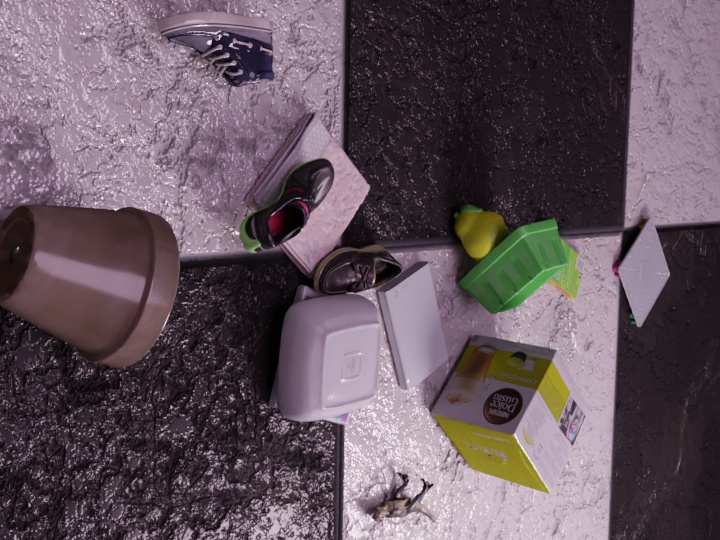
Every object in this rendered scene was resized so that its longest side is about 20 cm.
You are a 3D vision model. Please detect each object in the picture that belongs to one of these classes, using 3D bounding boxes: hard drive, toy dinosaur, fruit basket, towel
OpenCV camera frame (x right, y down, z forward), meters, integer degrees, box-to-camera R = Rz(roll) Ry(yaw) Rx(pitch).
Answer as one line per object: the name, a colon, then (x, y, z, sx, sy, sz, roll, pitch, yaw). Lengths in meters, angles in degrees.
hard drive: (0.101, 0.102, 1.746, 0.131, 0.026, 0.203, -32, 118, -40)
toy dinosaur: (0.089, 0.429, 1.760, 0.198, 0.047, 0.089, 16, 98, -47)
fruit basket: (0.272, -0.044, 1.825, 0.154, 0.213, 0.220, -11, 103, -45)
towel: (-0.078, -0.122, 1.525, 0.192, 0.032, 0.202, 51, 60, -37)

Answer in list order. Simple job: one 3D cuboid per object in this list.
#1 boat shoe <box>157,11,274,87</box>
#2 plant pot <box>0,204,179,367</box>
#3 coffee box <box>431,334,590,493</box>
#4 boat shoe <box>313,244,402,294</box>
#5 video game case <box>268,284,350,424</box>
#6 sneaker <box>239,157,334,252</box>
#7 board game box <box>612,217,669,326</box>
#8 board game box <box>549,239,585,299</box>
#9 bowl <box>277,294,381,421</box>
boat shoe: (-0.198, -0.313, 1.340, 0.198, 0.074, 0.095, -12, 96, -46)
plant pot: (-0.345, 0.004, 1.136, 0.172, 0.198, 0.204, 20, 81, -44)
coffee box: (0.296, 0.278, 1.837, 0.199, 0.198, 0.201, -55, 130, -26)
boat shoe: (0.000, 0.000, 1.579, 0.199, 0.064, 0.074, -21, 127, -49)
video game case: (-0.063, 0.146, 1.580, 0.181, 0.023, 0.204, 23, 77, -46)
sneaker: (-0.097, -0.094, 1.429, 0.201, 0.083, 0.077, -50, 127, -28)
board game box: (0.714, 0.003, 2.386, 0.201, 0.026, 0.202, -50, 128, -30)
board game box: (0.439, -0.017, 2.090, 0.199, 0.030, 0.097, 34, 70, -46)
bowl: (-0.038, 0.148, 1.525, 0.198, 0.074, 0.204, -6, 105, -44)
